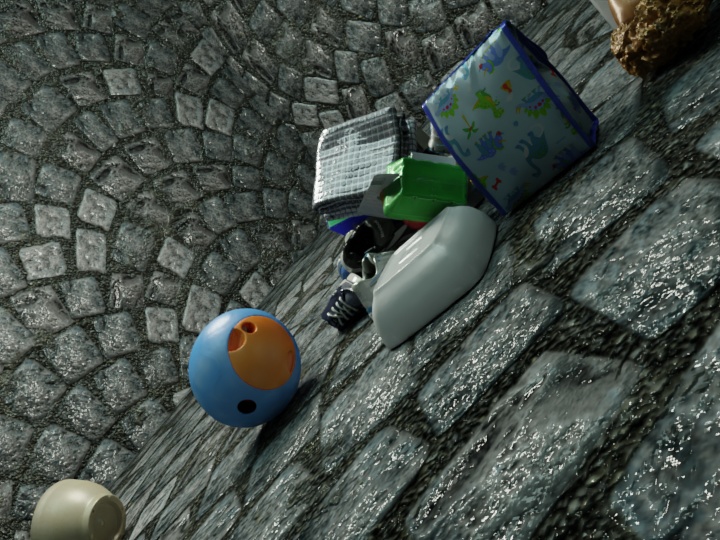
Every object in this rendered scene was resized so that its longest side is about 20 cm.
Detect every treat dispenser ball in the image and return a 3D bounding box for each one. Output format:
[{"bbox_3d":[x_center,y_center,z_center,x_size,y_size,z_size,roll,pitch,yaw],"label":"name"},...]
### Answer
[{"bbox_3d":[-0.202,0.170,1.182,0.201,0.201,0.201,-44,9,8],"label":"treat dispenser ball"}]

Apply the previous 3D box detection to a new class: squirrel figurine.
[{"bbox_3d":[0.417,-0.351,0.862,0.185,0.140,0.204,-7,53,60],"label":"squirrel figurine"}]

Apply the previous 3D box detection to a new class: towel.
[{"bbox_3d":[0.004,-0.191,1.212,0.196,0.085,0.170,-11,63,33],"label":"towel"}]

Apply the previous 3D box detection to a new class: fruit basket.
[{"bbox_3d":[0.094,-0.116,1.076,0.200,0.180,0.097,136,140,-80],"label":"fruit basket"}]

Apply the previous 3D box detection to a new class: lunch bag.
[{"bbox_3d":[0.206,-0.214,0.940,0.169,0.200,0.128,-40,10,34],"label":"lunch bag"}]

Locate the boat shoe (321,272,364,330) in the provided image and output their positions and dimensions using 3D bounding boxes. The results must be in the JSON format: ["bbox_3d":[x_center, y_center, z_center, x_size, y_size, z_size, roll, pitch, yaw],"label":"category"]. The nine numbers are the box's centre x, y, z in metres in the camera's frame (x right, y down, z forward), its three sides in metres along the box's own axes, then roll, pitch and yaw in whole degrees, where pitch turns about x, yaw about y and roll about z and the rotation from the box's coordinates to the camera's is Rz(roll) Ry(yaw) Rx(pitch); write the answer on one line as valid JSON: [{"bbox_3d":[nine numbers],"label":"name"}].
[{"bbox_3d":[-0.022,0.067,1.255,0.094,0.074,0.200,-55,3,-10],"label":"boat shoe"}]

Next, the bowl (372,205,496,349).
[{"bbox_3d":[0.096,-0.006,0.959,0.199,0.075,0.201,-41,9,31],"label":"bowl"}]

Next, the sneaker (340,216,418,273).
[{"bbox_3d":[0.044,-0.072,1.196,0.198,0.067,0.091,-37,-12,-2],"label":"sneaker"}]

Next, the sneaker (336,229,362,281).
[{"bbox_3d":[0.000,0.000,1.326,0.076,0.091,0.201,-12,-26,-10],"label":"sneaker"}]

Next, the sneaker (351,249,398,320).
[{"bbox_3d":[0.050,-0.010,1.157,0.075,0.087,0.201,-40,9,46],"label":"sneaker"}]

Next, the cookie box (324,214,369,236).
[{"bbox_3d":[0.049,-0.134,1.327,0.197,0.077,0.170,-25,-21,25],"label":"cookie box"}]

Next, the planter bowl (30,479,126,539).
[{"bbox_3d":[-0.620,0.577,1.524,0.131,0.205,0.201,-11,23,22],"label":"planter bowl"}]

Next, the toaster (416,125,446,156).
[{"bbox_3d":[0.103,-0.211,1.512,0.201,0.181,0.118,-49,13,-19],"label":"toaster"}]

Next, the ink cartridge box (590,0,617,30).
[{"bbox_3d":[0.504,-0.541,1.206,0.128,0.125,0.201,-35,14,50],"label":"ink cartridge box"}]

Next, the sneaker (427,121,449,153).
[{"bbox_3d":[0.207,-0.228,1.089,0.073,0.194,0.084,-44,-41,-70],"label":"sneaker"}]

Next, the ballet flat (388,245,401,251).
[{"bbox_3d":[0.063,-0.049,1.340,0.071,0.065,0.200,-46,8,0],"label":"ballet flat"}]

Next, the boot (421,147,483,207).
[{"bbox_3d":[0.155,-0.174,1.229,0.068,0.131,0.200,-43,9,5],"label":"boot"}]
